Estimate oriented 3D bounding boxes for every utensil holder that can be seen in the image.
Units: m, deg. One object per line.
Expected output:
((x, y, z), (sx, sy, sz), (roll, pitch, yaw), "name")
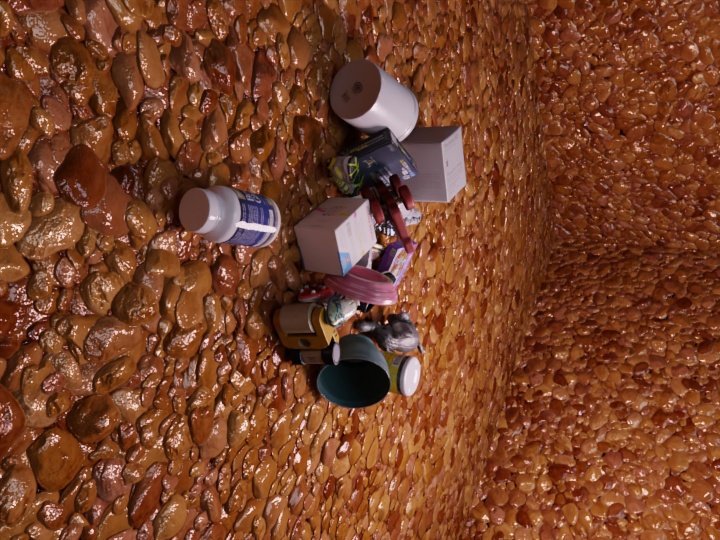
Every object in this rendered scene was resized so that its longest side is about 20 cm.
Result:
((0.037, -0.443, 1.584), (0.199, 0.168, 0.172), (14, 84, -59), "utensil holder")

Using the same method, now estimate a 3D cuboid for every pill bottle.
((-0.259, -0.108, 1.193), (0.199, 0.110, 0.112), (5, 92, -61), "pill bottle")
((0.064, 0.293, 1.759), (0.114, 0.198, 0.116), (-18, 112, -57), "pill bottle")

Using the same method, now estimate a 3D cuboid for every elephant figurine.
((0.094, 0.209, 1.848), (0.200, 0.154, 0.143), (-17, 101, -67), "elephant figurine")

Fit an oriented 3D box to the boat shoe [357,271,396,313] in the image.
((0.046, 0.063, 1.694), (0.201, 0.063, 0.074), (-32, 144, -49), "boat shoe")

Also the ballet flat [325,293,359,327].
((-0.038, 0.087, 1.485), (0.200, 0.073, 0.075), (-63, 154, -76), "ballet flat")

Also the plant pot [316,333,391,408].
((-0.016, 0.261, 1.649), (0.135, 0.198, 0.202), (-88, 164, -51), "plant pot")

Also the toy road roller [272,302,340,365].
((-0.119, 0.135, 1.493), (0.147, 0.122, 0.201), (-73, 153, -45), "toy road roller")

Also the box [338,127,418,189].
((0.052, -0.293, 1.653), (0.200, 0.156, 0.052), (38, 36, -57), "box")

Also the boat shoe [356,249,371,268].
((0.000, 0.000, 1.685), (0.066, 0.071, 0.202), (-32, 136, -55), "boat shoe")

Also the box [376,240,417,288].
((0.092, 0.003, 1.828), (0.136, 0.039, 0.201), (-17, 135, -58), "box")

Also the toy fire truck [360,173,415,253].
((0.087, -0.153, 1.627), (0.200, 0.111, 0.169), (-116, -177, -57), "toy fire truck")

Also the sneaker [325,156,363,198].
((-0.040, -0.246, 1.595), (0.200, 0.076, 0.076), (76, 30, -65), "sneaker")

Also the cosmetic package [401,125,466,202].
((0.231, -0.345, 1.946), (0.167, 0.165, 0.202), (-44, 132, -47), "cosmetic package")

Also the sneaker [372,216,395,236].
((0.024, -0.147, 1.731), (0.199, 0.082, 0.074), (15, 109, -44), "sneaker")

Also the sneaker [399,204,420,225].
((0.135, -0.203, 1.898), (0.199, 0.075, 0.116), (-22, 118, -53), "sneaker")

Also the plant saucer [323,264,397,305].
((0.005, 0.030, 1.548), (0.200, 0.199, 0.051), (-5, 114, -60), "plant saucer")

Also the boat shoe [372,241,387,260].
((0.019, -0.060, 1.749), (0.072, 0.072, 0.200), (-59, 153, 7), "boat shoe")

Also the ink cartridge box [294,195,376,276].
((-0.054, -0.098, 1.539), (0.200, 0.124, 0.130), (-46, 134, -46), "ink cartridge box")

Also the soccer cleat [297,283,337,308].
((-0.095, 0.075, 1.568), (0.200, 0.068, 0.086), (-16, 106, -63), "soccer cleat")
